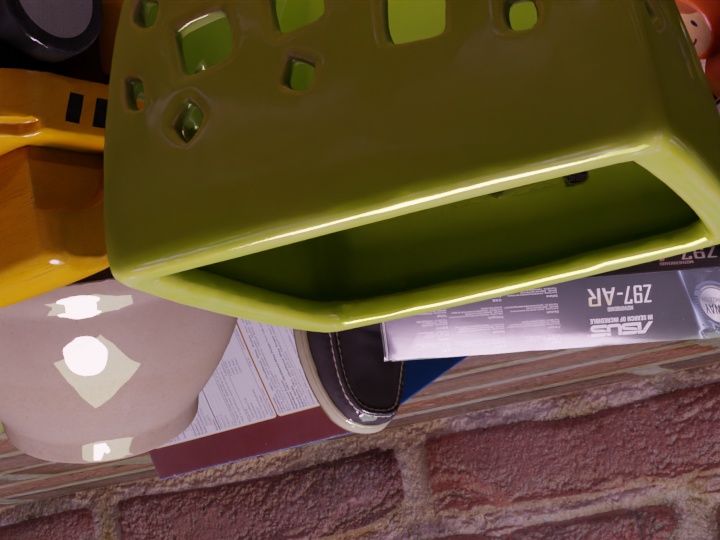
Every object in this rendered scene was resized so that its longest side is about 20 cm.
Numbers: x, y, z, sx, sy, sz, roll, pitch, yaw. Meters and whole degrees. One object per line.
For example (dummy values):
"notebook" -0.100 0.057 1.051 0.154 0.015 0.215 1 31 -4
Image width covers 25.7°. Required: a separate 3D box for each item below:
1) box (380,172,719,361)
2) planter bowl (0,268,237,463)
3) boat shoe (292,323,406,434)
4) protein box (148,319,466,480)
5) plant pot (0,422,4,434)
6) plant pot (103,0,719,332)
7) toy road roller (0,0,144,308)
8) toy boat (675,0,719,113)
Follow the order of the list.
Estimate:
"box" 0.114 -0.013 0.886 0.200 0.044 0.160 -5 -154 7
"planter bowl" -0.161 0.030 0.946 0.200 0.135 0.200 -3 -157 1
"boat shoe" 0.001 0.000 0.993 0.072 0.201 0.066 10 153 -29
"protein box" -0.045 0.039 1.147 0.200 0.135 0.199 -18 -173 38
"plant pot" -0.309 0.063 1.150 0.190 0.200 0.200 -31 158 33
"plant pot" 0.024 -0.090 0.599 0.200 0.182 0.199 -12 168 19
"toy road roller" -0.133 -0.057 0.727 0.123 0.146 0.200 -17 166 36
"toy boat" 0.199 -0.108 0.820 0.131 0.131 0.200 -46 -172 29
